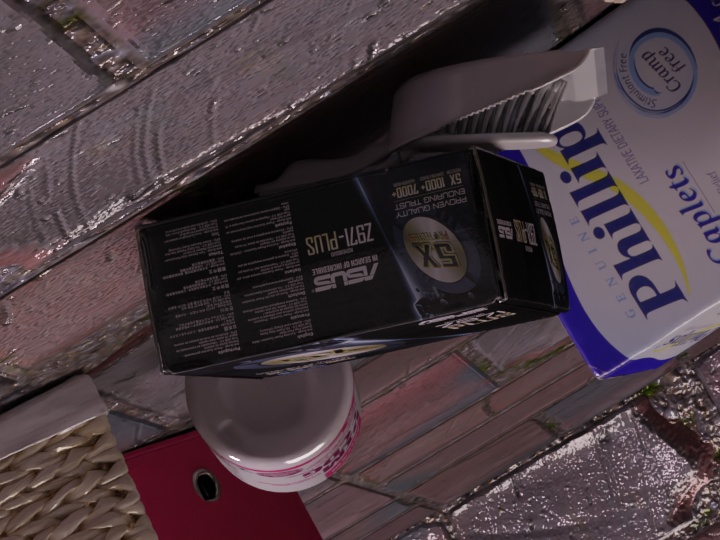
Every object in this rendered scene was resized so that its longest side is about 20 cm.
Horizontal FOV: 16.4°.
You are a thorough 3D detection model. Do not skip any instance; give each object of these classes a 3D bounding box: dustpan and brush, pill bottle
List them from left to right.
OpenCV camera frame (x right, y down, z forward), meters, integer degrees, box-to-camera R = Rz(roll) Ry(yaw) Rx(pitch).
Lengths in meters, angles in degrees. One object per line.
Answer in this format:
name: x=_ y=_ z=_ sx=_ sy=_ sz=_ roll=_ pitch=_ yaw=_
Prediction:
pill bottle: x=-0.056 y=0.094 z=1.742 sx=0.113 sy=0.114 sz=0.200 roll=-29 pitch=169 yaw=-3
dustpan and brush: x=0.038 y=-0.075 z=1.379 sx=0.199 sy=0.058 sz=0.140 roll=-5 pitch=172 yaw=6

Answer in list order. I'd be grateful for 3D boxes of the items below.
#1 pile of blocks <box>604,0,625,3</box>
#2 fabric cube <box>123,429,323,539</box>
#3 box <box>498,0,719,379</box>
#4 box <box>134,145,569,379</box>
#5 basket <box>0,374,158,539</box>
pile of blocks: x=0.186 y=-0.180 z=1.305 sx=0.199 sy=0.062 sz=0.082 roll=-28 pitch=168 yaw=-8
fabric cube: x=-0.153 y=0.261 z=2.000 sx=0.196 sy=0.200 sz=0.200 roll=-15 pitch=161 yaw=-49
box: x=0.190 y=-0.062 z=1.515 sx=0.200 sy=0.185 sz=0.105 roll=-36 pitch=169 yaw=24
box: x=0.000 y=0.000 z=1.398 sx=0.199 sy=0.087 sz=0.164 roll=-13 pitch=173 yaw=15
basket: x=-0.238 y=0.176 z=1.607 sx=0.199 sy=0.124 sz=0.136 roll=-27 pitch=169 yaw=-21
